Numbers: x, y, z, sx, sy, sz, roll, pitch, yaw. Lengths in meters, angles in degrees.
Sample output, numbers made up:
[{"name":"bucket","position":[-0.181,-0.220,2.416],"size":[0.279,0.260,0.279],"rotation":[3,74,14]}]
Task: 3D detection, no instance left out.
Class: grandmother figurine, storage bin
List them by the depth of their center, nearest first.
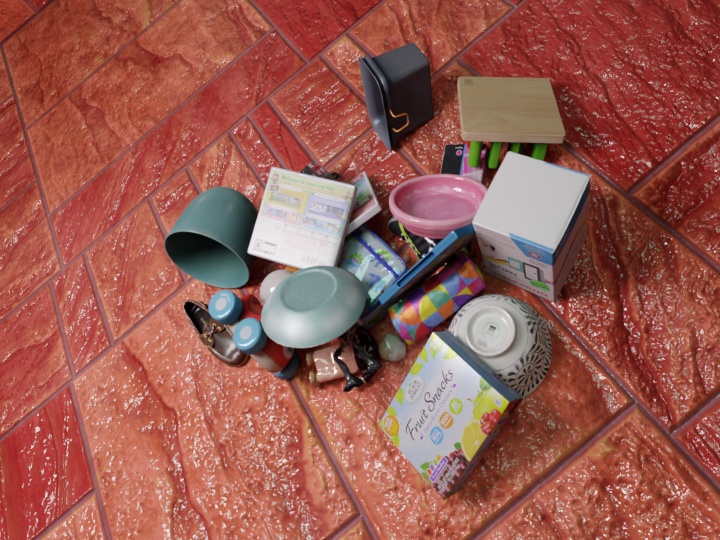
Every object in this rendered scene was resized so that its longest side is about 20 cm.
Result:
[{"name":"grandmother figurine","position":[-0.006,0.164,1.033],"size":[0.193,0.060,0.126],"rotation":[-13,88,12]},{"name":"storage bin","position":[0.091,-0.391,1.190],"size":[0.131,0.202,0.148],"rotation":[-26,57,-4]}]

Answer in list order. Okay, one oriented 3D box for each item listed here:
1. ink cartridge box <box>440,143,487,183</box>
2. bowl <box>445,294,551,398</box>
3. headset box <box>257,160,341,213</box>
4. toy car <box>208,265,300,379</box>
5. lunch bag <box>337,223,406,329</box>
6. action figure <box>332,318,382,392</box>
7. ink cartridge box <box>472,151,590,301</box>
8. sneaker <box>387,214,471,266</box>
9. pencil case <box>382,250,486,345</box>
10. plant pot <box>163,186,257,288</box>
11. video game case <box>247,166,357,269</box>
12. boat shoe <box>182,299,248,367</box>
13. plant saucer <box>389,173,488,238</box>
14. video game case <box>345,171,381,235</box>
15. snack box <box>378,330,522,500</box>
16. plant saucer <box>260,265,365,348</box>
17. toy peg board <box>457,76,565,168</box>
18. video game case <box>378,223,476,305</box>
[{"name":"ink cartridge box","position":[0.210,-0.173,1.121],"size":[0.092,0.037,0.207],"rotation":[3,69,23]},{"name":"bowl","position":[0.230,0.119,0.932],"size":[0.194,0.095,0.207],"rotation":[-10,61,18]},{"name":"headset box","position":[-0.126,-0.152,1.190],"size":[0.199,0.078,0.149],"rotation":[-42,29,-2]},{"name":"toy car","position":[-0.161,0.077,1.061],"size":[0.201,0.185,0.176],"rotation":[-47,58,-8]},{"name":"lunch bag","position":[0.000,0.000,1.095],"size":[0.160,0.083,0.200],"rotation":[-41,58,-5]},{"name":"action figure","position":[-0.040,0.108,0.976],"size":[0.117,0.102,0.203],"rotation":[-34,69,7]},{"name":"ink cartridge box","position":[0.301,-0.071,0.933],"size":[0.144,0.200,0.149],"rotation":[24,76,30]},{"name":"sneaker","position":[0.127,-0.051,1.072],"size":[0.196,0.072,0.085],"rotation":[23,77,30]},{"name":"pencil case","position":[0.138,0.052,0.998],"size":[0.197,0.088,0.090],"rotation":[-36,57,10]},{"name":"plant pot","position":[-0.317,-0.087,1.205],"size":[0.194,0.203,0.165],"rotation":[1,55,22]},{"name":"video game case","position":[-0.118,-0.099,1.076],"size":[0.194,0.022,0.188],"rotation":[15,86,19]},{"name":"boat shoe","position":[-0.323,0.135,1.168],"size":[0.198,0.071,0.071],"rotation":[34,79,30]},{"name":"plant saucer","position":[0.152,-0.121,1.028],"size":[0.193,0.052,0.203],"rotation":[-4,35,3]},{"name":"video game case","position":[-0.030,-0.134,1.147],"size":[0.141,0.018,0.202],"rotation":[-35,28,10]},{"name":"snack box","position":[0.142,0.234,0.882],"size":[0.168,0.067,0.204],"rotation":[42,111,33]},{"name":"plant saucer","position":[-0.087,0.047,0.948],"size":[0.193,0.040,0.204],"rotation":[-8,40,7]},{"name":"toy peg board","position":[0.297,-0.300,1.103],"size":[0.192,0.100,0.204],"rotation":[3,49,3]},{"name":"video game case","position":[0.131,-0.015,0.960],"size":[0.200,0.142,0.018],"rotation":[-44,77,34]}]
